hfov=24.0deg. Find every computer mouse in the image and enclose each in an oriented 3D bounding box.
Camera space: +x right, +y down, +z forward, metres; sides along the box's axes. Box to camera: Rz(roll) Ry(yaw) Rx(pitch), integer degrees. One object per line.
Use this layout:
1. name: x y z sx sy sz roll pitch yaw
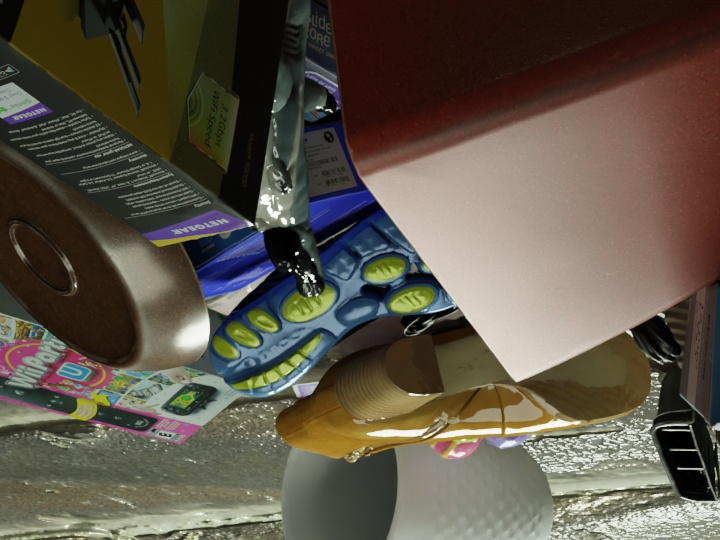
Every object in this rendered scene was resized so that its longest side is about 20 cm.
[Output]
1. computer mouse: 0.135 0.006 0.908 0.034 0.200 0.059 -35 104 12

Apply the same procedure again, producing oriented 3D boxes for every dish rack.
1. dish rack: 0.312 0.111 1.196 0.199 0.055 0.154 -4 152 18

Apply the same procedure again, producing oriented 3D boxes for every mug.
1. mug: 0.038 0.170 1.294 0.175 0.148 0.200 13 -175 -35

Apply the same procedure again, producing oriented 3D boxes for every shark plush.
1. shark plush: -0.033 -0.069 0.801 0.091 0.083 0.201 5 128 41

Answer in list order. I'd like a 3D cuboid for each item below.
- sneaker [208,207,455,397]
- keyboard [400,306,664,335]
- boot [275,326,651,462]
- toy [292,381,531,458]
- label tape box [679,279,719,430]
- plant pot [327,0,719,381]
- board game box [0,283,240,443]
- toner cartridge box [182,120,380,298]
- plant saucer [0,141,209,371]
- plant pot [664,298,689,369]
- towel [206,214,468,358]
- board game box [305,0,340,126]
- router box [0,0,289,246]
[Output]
1. sneaker: 0.000 0.000 0.972 0.199 0.083 0.071 -29 109 19
2. keyboard: 0.092 0.040 1.068 0.127 0.021 0.200 25 147 -38
3. boot: 0.060 0.074 1.029 0.200 0.071 0.144 2 162 -28
4. toy: 0.058 0.098 1.129 0.199 0.047 0.115 -2 162 3
5. label tape box: 0.218 0.041 0.729 0.142 0.066 0.200 6 179 6
6. plant pot: 0.102 -0.102 0.688 0.175 0.201 0.200 -17 147 15
7. board game box: -0.188 0.050 1.171 0.199 0.065 0.148 18 151 -20
8. toner cartridge box: -0.060 -0.029 0.964 0.095 0.043 0.200 -12 169 -41
9. plant saucer: -0.167 -0.016 0.945 0.200 0.034 0.201 33 147 24
10. plant pot: 0.242 0.044 0.941 0.200 0.093 0.201 25 177 2
11. towel: 0.026 0.017 1.095 0.199 0.032 0.191 22 149 -27
12. board game box: -0.109 -0.121 0.846 0.200 0.035 0.135 28 146 -37
13. router box: -0.091 -0.133 0.635 0.052 0.201 0.157 -11 149 33
